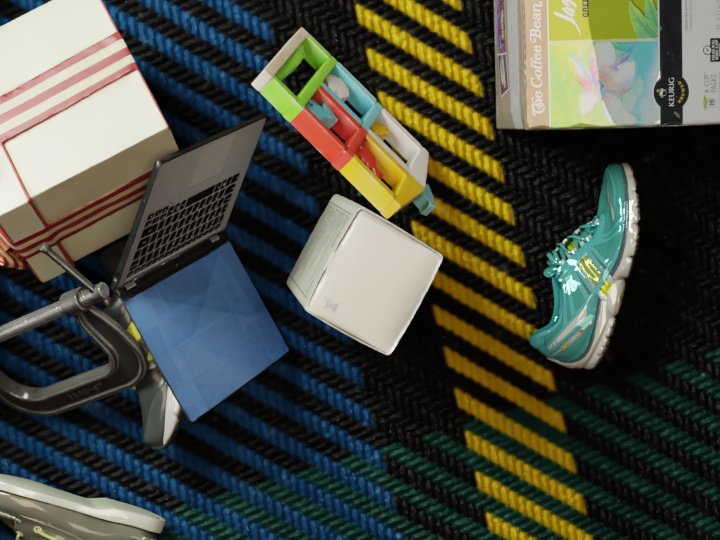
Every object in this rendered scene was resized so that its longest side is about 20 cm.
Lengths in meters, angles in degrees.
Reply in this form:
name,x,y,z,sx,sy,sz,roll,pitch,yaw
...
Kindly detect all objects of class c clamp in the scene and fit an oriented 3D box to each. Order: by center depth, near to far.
name,x,y,z,sx,sy,sz,roll,pitch,yaw
c clamp,-0.278,0.059,1.467,0.199,0.027,0.171,-27,126,33

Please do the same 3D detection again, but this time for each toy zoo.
name,x,y,z,sx,sy,sz,roll,pitch,yaw
toy zoo,-0.004,-0.125,1.500,0.200,0.131,0.020,44,117,-8

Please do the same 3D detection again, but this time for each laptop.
name,x,y,z,sx,sy,sz,roll,pitch,yaw
laptop,-0.116,-0.007,1.448,0.116,0.187,0.201,30,117,13

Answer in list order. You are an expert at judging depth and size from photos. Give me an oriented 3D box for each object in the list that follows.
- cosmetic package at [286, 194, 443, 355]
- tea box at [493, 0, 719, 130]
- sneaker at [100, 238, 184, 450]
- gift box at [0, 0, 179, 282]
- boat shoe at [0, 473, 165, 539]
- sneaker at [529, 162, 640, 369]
name,x,y,z,sx,sy,sz,roll,pitch,yaw
cosmetic package,0.000,0.000,1.472,0.087,0.200,0.104,29,93,-9
tea box,0.226,-0.229,1.515,0.195,0.134,0.201,-3,95,-6
sneaker,-0.199,0.064,1.525,0.084,0.074,0.201,-1,86,-1
gift box,-0.269,-0.122,1.413,0.186,0.200,0.185,-28,66,-5
boat shoe,-0.282,0.230,1.522,0.201,0.072,0.061,16,88,-12
sneaker,0.215,-0.007,1.566,0.079,0.078,0.201,16,93,1
